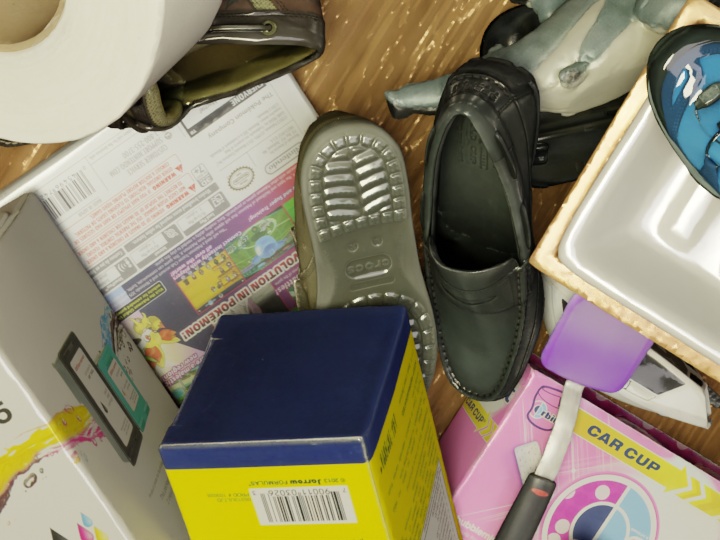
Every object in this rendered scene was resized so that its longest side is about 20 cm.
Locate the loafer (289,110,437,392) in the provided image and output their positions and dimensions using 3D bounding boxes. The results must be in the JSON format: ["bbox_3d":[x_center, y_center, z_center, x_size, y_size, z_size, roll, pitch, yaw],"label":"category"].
[{"bbox_3d":[0.000,0.000,0.859,0.074,0.070,0.202,-6,121,-8],"label":"loafer"}]

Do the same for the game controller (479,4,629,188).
[{"bbox_3d":[0.168,-0.115,0.904,0.198,0.042,0.106,-13,92,-8],"label":"game controller"}]

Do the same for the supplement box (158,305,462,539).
[{"bbox_3d":[-0.016,0.133,0.829,0.108,0.109,0.202,-4,123,17],"label":"supplement box"}]

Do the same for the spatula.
[{"bbox_3d":[0.107,0.100,0.878,0.056,0.021,0.202,21,100,-12],"label":"spatula"}]

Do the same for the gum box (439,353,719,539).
[{"bbox_3d":[0.143,0.144,0.944,0.199,0.066,0.114,31,97,-16],"label":"gum box"}]

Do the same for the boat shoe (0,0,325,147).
[{"bbox_3d":[-0.112,-0.106,0.808,0.198,0.065,0.073,-23,151,11],"label":"boat shoe"}]

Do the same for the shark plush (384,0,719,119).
[{"bbox_3d":[0.110,-0.125,0.861,0.199,0.091,0.084,-28,69,8],"label":"shark plush"}]

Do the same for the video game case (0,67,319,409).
[{"bbox_3d":[-0.092,-0.010,0.884,0.199,0.023,0.183,-34,108,-2],"label":"video game case"}]

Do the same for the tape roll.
[{"bbox_3d":[-0.157,-0.160,0.704,0.201,0.071,0.204,16,130,20],"label":"tape roll"}]

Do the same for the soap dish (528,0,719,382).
[{"bbox_3d":[0.210,-0.021,0.800,0.199,0.081,0.158,31,102,2],"label":"soap dish"}]

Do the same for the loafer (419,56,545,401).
[{"bbox_3d":[0.059,-0.012,0.828,0.067,0.070,0.202,13,124,22],"label":"loafer"}]

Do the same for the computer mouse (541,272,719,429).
[{"bbox_3d":[0.173,0.067,0.925,0.199,0.110,0.044,38,105,-7],"label":"computer mouse"}]

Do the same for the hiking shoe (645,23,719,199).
[{"bbox_3d":[0.208,-0.034,0.712,0.074,0.087,0.200,-43,90,12],"label":"hiking shoe"}]

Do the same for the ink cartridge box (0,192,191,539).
[{"bbox_3d":[-0.189,0.095,0.813,0.146,0.146,0.201,-28,108,13],"label":"ink cartridge box"}]
